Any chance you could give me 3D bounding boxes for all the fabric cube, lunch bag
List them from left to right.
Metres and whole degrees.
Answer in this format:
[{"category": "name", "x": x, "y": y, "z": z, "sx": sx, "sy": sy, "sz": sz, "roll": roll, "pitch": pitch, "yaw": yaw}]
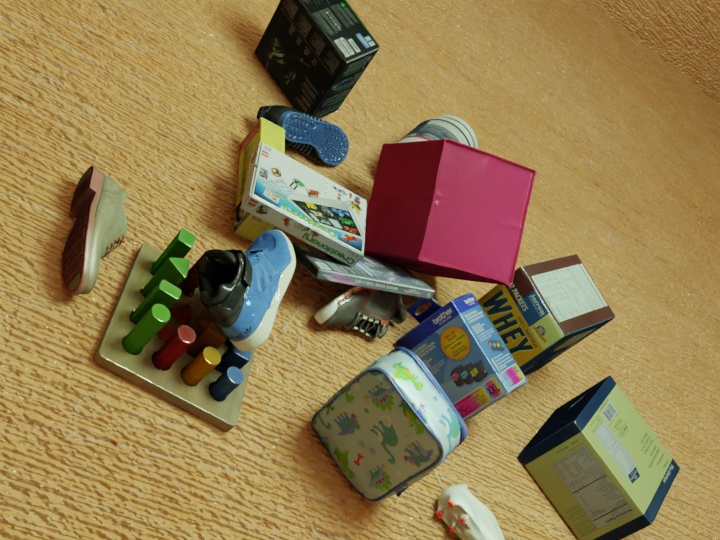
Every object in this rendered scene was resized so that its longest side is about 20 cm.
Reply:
[{"category": "lunch bag", "x": 0.036, "y": 0.209, "z": 1.174, "sx": 0.161, "sy": 0.200, "sz": 0.082, "roll": 52, "pitch": 44, "yaw": 7}, {"category": "fabric cube", "x": 0.142, "y": -0.095, "z": 1.476, "sx": 0.194, "sy": 0.199, "sz": 0.203, "roll": 15, "pitch": 88, "yaw": -30}]

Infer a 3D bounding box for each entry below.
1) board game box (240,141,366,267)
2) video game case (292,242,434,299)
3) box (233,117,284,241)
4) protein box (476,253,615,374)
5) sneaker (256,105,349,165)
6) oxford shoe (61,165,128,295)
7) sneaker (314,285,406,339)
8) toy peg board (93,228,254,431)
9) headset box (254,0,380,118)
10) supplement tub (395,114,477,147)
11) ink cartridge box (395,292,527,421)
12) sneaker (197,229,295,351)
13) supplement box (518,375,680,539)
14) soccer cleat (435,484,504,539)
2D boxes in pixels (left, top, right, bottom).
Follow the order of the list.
[{"category": "board game box", "x": -0.081, "y": -0.101, "z": 1.336, "sx": 0.198, "sy": 0.035, "sz": 0.127, "roll": 28, "pitch": 41, "yaw": -22}, {"category": "video game case", "x": 0.000, "y": 0.000, "z": 1.375, "sx": 0.197, "sy": 0.019, "sz": 0.143, "roll": 12, "pitch": 13, "yaw": -25}, {"category": "box", "x": -0.157, "y": -0.143, "z": 1.391, "sx": 0.050, "sy": 0.075, "sz": 0.202, "roll": 24, "pitch": 44, "yaw": -28}, {"category": "protein box", "x": 0.297, "y": 0.090, "z": 1.546, "sx": 0.199, "sy": 0.198, "sz": 0.136, "roll": -10, "pitch": 64, "yaw": -49}, {"category": "sneaker", "x": -0.098, "y": -0.242, "z": 1.544, "sx": 0.077, "sy": 0.071, "sz": 0.199, "roll": 28, "pitch": 3, "yaw": 34}, {"category": "oxford shoe", "x": -0.331, "y": -0.047, "z": 1.132, "sx": 0.074, "sy": 0.070, "sz": 0.202, "roll": 28, "pitch": 42, "yaw": -34}, {"category": "sneaker", "x": 0.013, "y": 0.067, "z": 1.382, "sx": 0.199, "sy": 0.077, "sz": 0.083, "roll": -14, "pitch": 75, "yaw": -50}, {"category": "toy peg board", "x": -0.207, "y": 0.064, "z": 1.138, "sx": 0.198, "sy": 0.098, "sz": 0.202, "roll": 32, "pitch": 40, "yaw": -21}, {"category": "headset box", "x": -0.084, "y": -0.390, "z": 1.586, "sx": 0.092, "sy": 0.200, "sz": 0.175, "roll": -31, "pitch": 81, "yaw": -36}, {"category": "supplement tub", "x": 0.137, "y": -0.210, "z": 1.695, "sx": 0.141, "sy": 0.140, "sz": 0.200, "roll": 48, "pitch": 36, "yaw": -1}, {"category": "ink cartridge box", "x": 0.151, "y": 0.131, "z": 1.412, "sx": 0.076, "sy": 0.136, "sz": 0.202, "roll": -13, "pitch": 68, "yaw": -55}, {"category": "sneaker", "x": -0.149, "y": -0.006, "z": 1.139, "sx": 0.112, "sy": 0.076, "sz": 0.202, "roll": 55, "pitch": 34, "yaw": -36}, {"category": "supplement box", "x": 0.410, "y": 0.327, "z": 1.508, "sx": 0.201, "sy": 0.134, "sz": 0.199, "roll": 53, "pitch": 37, "yaw": 6}, {"category": "soccer cleat", "x": 0.186, "y": 0.398, "z": 1.276, "sx": 0.077, "sy": 0.069, "sz": 0.201, "roll": -15, "pitch": 66, "yaw": -54}]
